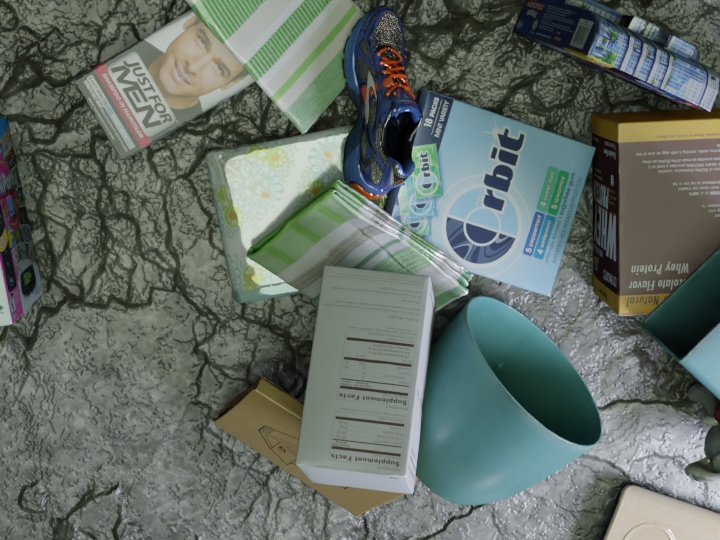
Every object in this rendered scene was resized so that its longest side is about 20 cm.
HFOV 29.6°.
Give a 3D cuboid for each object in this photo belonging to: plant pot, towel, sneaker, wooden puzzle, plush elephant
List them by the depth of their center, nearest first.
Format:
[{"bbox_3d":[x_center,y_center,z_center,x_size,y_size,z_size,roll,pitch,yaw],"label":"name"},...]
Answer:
[{"bbox_3d":[0.410,0.090,1.351,0.141,0.141,0.200,-44,101,6],"label":"plant pot"},{"bbox_3d":[-0.082,-0.265,1.411,0.200,0.023,0.153,47,65,-18],"label":"towel"},{"bbox_3d":[0.032,-0.176,1.415,0.075,0.078,0.201,1,86,-40],"label":"sneaker"},{"bbox_3d":[0.000,0.000,1.431,0.200,0.031,0.149,33,127,-27],"label":"towel"},{"bbox_3d":[0.131,0.154,1.463,0.200,0.201,0.161,42,114,-9],"label":"plant pot"},{"bbox_3d":[-0.056,-0.063,1.485,0.199,0.048,0.172,-11,98,-1],"label":"towel"},{"bbox_3d":[0.429,0.156,1.507,0.155,0.164,0.201,-42,63,40],"label":"plush elephant"},{"bbox_3d":[0.353,0.365,1.587,0.184,0.046,0.201,19,95,-6],"label":"wooden puzzle"}]

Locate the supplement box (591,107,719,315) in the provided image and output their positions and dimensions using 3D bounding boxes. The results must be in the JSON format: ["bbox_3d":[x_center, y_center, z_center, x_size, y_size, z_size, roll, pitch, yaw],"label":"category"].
[{"bbox_3d":[0.355,-0.067,1.457,0.196,0.133,0.201,-3,100,-2],"label":"supplement box"}]

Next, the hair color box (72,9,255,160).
[{"bbox_3d":[-0.190,-0.210,1.442,0.199,0.061,0.099,-30,100,2],"label":"hair color box"}]

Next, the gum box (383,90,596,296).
[{"bbox_3d":[0.134,-0.082,1.465,0.199,0.045,0.171,17,92,-14],"label":"gum box"}]

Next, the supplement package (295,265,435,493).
[{"bbox_3d":[0.008,0.111,1.360,0.109,0.114,0.201,6,73,8],"label":"supplement package"}]

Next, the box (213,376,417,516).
[{"bbox_3d":[-0.053,0.196,1.484,0.199,0.163,0.021,33,62,-8],"label":"box"}]

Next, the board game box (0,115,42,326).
[{"bbox_3d":[-0.393,-0.052,1.418,0.064,0.148,0.201,-9,102,0],"label":"board game box"}]

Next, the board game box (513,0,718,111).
[{"bbox_3d":[0.287,-0.225,1.416,0.199,0.200,0.062,19,101,-20],"label":"board game box"}]
